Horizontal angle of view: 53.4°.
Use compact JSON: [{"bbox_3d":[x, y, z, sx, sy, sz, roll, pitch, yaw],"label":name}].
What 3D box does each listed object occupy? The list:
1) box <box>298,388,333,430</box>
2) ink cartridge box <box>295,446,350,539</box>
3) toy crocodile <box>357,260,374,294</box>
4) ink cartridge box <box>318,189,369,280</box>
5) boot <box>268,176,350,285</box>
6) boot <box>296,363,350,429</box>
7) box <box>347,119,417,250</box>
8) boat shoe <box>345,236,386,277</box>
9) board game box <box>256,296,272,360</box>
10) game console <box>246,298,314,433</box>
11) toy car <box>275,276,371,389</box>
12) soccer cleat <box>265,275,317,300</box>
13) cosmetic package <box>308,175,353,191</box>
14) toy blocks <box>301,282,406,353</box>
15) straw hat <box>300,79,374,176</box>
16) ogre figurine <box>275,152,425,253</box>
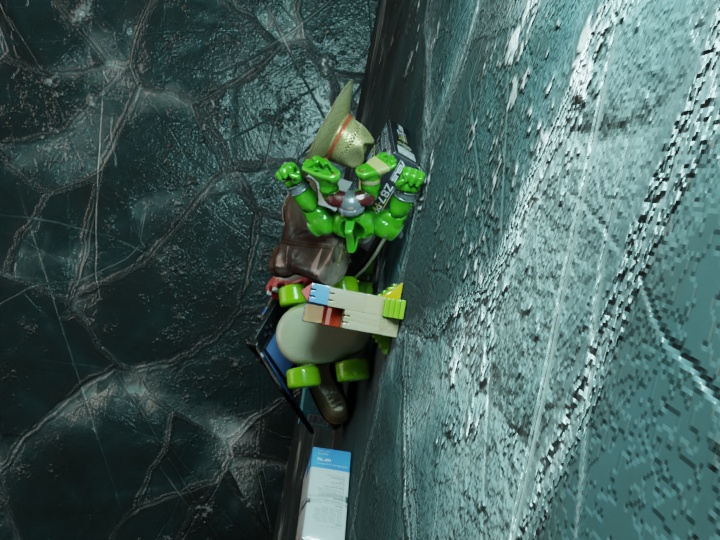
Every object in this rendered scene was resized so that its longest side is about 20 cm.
[{"bbox_3d":[-0.082,0.249,1.560,0.201,0.082,0.049,-87,11,-51],"label":"box"},{"bbox_3d":[-0.063,0.400,1.135,0.201,0.067,0.116,-86,8,-47],"label":"ink cartridge box"},{"bbox_3d":[0.000,0.000,1.332,0.067,0.062,0.201,3,87,49],"label":"toy crocodile"},{"bbox_3d":[-0.053,-0.047,1.426,0.084,0.144,0.201,-25,45,40],"label":"ink cartridge box"},{"bbox_3d":[-0.065,-0.068,1.134,0.200,0.064,0.187,1,74,59],"label":"boot"},{"bbox_3d":[-0.081,0.202,1.355,0.166,0.072,0.201,106,141,-69],"label":"boot"},{"bbox_3d":[0.029,-0.144,1.165,0.162,0.049,0.200,-57,14,21],"label":"box"},{"bbox_3d":[-0.014,-0.023,1.238,0.201,0.063,0.074,-49,6,36],"label":"boat shoe"},{"bbox_3d":[-0.143,0.093,1.573,0.200,0.096,0.160,-67,-6,-46],"label":"board game box"},{"bbox_3d":[-0.121,0.175,1.340,0.176,0.116,0.200,-61,-29,-27],"label":"game console"},{"bbox_3d":[-0.049,0.115,1.225,0.200,0.157,0.165,55,-153,-76],"label":"toy car"},{"bbox_3d":[-0.095,-0.002,1.246,0.200,0.068,0.086,-31,36,46],"label":"soccer cleat"},{"bbox_3d":[-0.076,-0.099,1.739,0.167,0.166,0.201,109,171,-60],"label":"cosmetic package"},{"bbox_3d":[-0.021,0.056,1.021,0.200,0.136,0.101,147,133,-83],"label":"toy blocks"},{"bbox_3d":[-0.023,-0.221,1.236,0.202,0.085,0.201,-60,2,3],"label":"straw hat"},{"bbox_3d":[-0.014,-0.097,1.011,0.098,0.199,0.120,-106,9,-50],"label":"ogre figurine"}]
